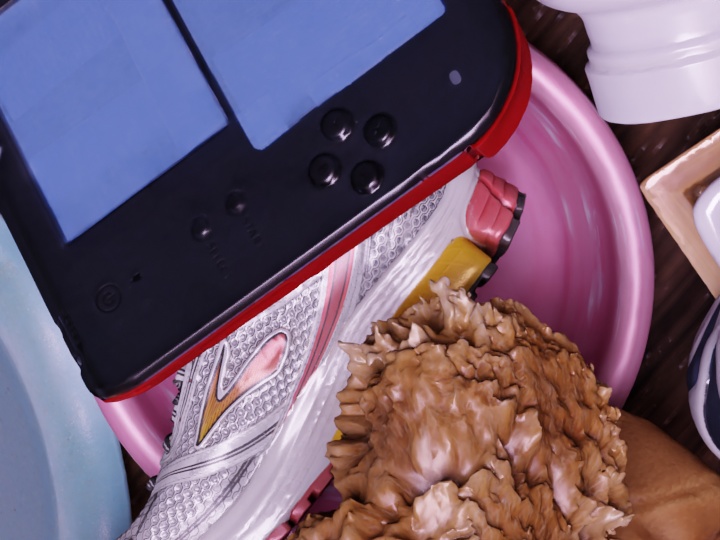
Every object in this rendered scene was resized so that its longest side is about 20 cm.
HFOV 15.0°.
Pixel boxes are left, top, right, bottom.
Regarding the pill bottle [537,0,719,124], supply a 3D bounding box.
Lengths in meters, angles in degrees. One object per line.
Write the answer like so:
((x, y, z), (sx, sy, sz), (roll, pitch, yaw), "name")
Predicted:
((0.086, -0.152, 0.878), (0.104, 0.104, 0.200), (-16, 104, 5), "pill bottle")

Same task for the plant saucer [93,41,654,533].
((0.000, 0.000, 0.949), (0.200, 0.051, 0.201), (0, 105, 0), "plant saucer")

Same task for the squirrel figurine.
((0.046, 0.099, 0.843), (0.187, 0.141, 0.200), (-36, 147, -25), "squirrel figurine")

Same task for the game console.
((-0.053, -0.081, 0.881), (0.177, 0.031, 0.200), (-33, 62, 8), "game console")

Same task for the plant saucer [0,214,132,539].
((-0.142, 0.054, 0.895), (0.027, 0.200, 0.200), (-23, 104, 23), "plant saucer")

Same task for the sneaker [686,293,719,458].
((0.161, -0.015, 0.817), (0.079, 0.130, 0.199), (28, 104, -7), "sneaker")

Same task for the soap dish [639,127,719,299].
((0.213, 0.002, 0.930), (0.157, 0.081, 0.200), (-35, 102, 9), "soap dish")

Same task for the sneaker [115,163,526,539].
((-0.033, 0.034, 0.902), (0.082, 0.078, 0.200), (37, 96, 0), "sneaker")
